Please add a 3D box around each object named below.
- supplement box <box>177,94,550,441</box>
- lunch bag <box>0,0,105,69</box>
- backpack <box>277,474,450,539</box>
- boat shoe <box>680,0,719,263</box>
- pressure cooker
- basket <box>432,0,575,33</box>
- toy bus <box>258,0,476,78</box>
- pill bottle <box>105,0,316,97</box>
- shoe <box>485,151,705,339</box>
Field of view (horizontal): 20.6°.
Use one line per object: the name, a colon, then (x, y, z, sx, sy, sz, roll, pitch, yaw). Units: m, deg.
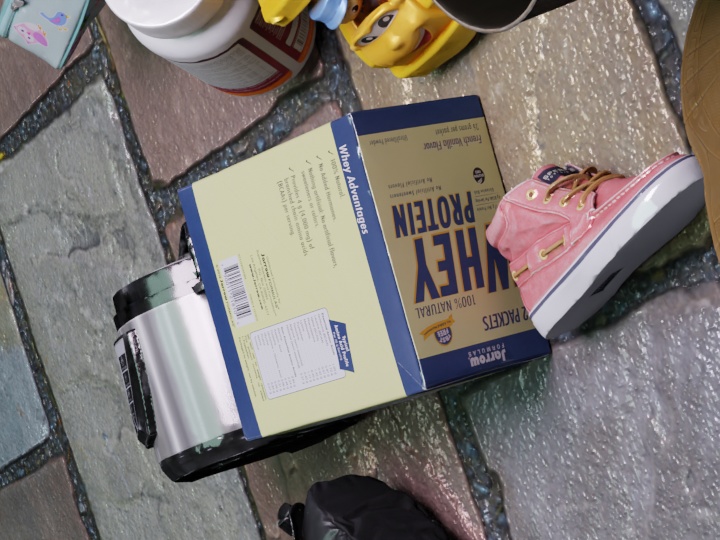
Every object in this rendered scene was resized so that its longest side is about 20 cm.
supplement box: (0.000, 0.000, 1.440, 0.200, 0.134, 0.201, -19, 85, 46)
lunch bag: (-0.226, -0.270, 1.641, 0.077, 0.200, 0.160, 32, 141, -8)
backpack: (0.011, 0.278, 1.547, 0.167, 0.126, 0.200, 47, 137, 51)
boat shoe: (0.238, -0.082, 1.165, 0.074, 0.069, 0.201, 136, 136, -58)
pressure cooker: (-0.105, 0.055, 1.597, 0.176, 0.178, 0.200, -23, 81, 37)
basket: (0.132, -0.233, 1.148, 0.136, 0.200, 0.181, -41, 67, 52)
toy bus: (-0.027, -0.231, 1.379, 0.136, 0.192, 0.200, -41, 69, 50)
pill bottle: (-0.113, -0.202, 1.485, 0.109, 0.200, 0.110, -3, 81, 17)
shoe: (0.149, -0.039, 1.297, 0.091, 0.071, 0.200, 58, 146, 15)
